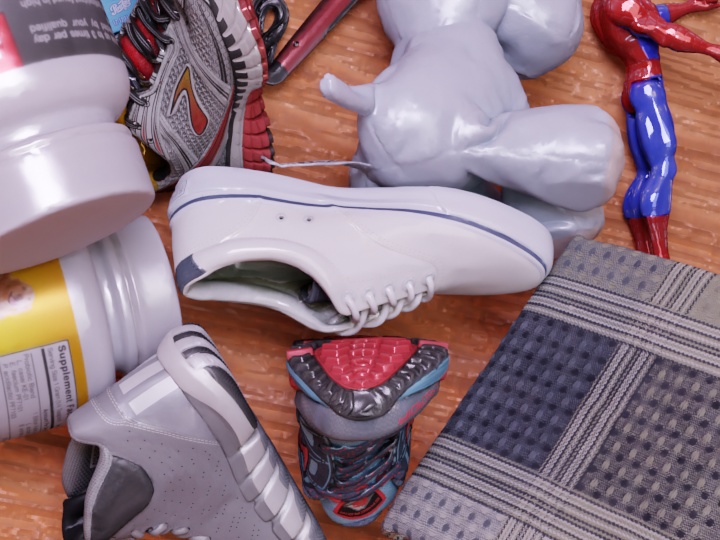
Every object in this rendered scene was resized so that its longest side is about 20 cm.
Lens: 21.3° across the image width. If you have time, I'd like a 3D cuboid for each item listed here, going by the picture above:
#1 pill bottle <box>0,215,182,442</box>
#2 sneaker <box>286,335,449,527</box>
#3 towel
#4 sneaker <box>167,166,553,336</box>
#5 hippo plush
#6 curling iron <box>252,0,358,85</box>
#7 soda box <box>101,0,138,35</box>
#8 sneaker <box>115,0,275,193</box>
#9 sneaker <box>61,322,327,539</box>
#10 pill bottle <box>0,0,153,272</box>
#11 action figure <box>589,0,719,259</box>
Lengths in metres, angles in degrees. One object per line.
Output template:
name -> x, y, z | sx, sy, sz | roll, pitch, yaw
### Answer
pill bottle -> -0.193, 0.032, 0.949 | 0.199, 0.109, 0.110 | -14, 92, -17
sneaker -> 0.005, 0.081, 0.958 | 0.079, 0.200, 0.096 | -4, 89, -1
towel -> 0.127, 0.084, 0.919 | 0.193, 0.199, 0.035 | -55, 130, -13
sneaker -> 0.000, 0.000, 0.967 | 0.198, 0.073, 0.071 | 5, 60, -7
hippo plush -> 0.042, -0.099, 1.029 | 0.199, 0.159, 0.162 | 14, 58, -20
curling iron -> -0.002, -0.175, 1.056 | 0.200, 0.026, 0.050 | -44, 103, -14
soda box -> -0.177, -0.135, 0.983 | 0.199, 0.064, 0.068 | -24, 94, -16
sneaker -> -0.091, -0.101, 0.949 | 0.082, 0.201, 0.078 | -16, 55, -11
sneaker -> -0.091, 0.122, 0.975 | 0.115, 0.075, 0.201 | -30, 128, -5
pill bottle -> -0.174, -0.108, 0.873 | 0.113, 0.114, 0.201 | -20, 82, -16
action figure -> 0.187, -0.096, 1.089 | 0.098, 0.065, 0.201 | -13, 93, -8
